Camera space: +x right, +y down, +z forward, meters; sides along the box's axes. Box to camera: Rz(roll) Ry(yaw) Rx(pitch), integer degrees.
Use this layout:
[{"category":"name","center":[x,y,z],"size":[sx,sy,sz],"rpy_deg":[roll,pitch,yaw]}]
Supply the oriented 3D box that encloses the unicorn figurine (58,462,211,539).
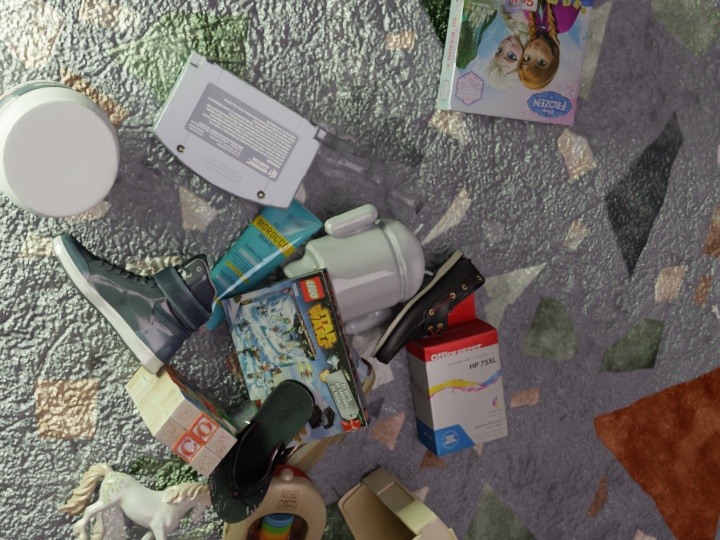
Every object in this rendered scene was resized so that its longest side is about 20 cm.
[{"category":"unicorn figurine","center":[-0.275,0.313,1.516],"size":[0.199,0.074,0.139],"rpy_deg":[32,79,-19]}]

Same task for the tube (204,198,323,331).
[{"category":"tube","center":[-0.142,-0.012,1.512],"size":[0.077,0.050,0.200],"rpy_deg":[42,83,1]}]

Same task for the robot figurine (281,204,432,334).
[{"category":"robot figurine","center":[0.000,0.000,1.534],"size":[0.198,0.113,0.172],"rpy_deg":[-17,119,-17]}]

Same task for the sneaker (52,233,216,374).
[{"category":"sneaker","center":[-0.265,0.003,1.435],"size":[0.146,0.077,0.203],"rpy_deg":[-41,100,-1]}]

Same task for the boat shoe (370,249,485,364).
[{"category":"boat shoe","center":[0.091,0.057,1.575],"size":[0.063,0.074,0.201],"rpy_deg":[43,64,5]}]

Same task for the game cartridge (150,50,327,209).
[{"category":"game cartridge","center":[-0.155,-0.166,1.472],"size":[0.199,0.042,0.134],"rpy_deg":[30,93,-19]}]

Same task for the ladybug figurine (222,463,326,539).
[{"category":"ladybug figurine","center":[-0.115,0.324,1.555],"size":[0.134,0.072,0.202],"rpy_deg":[7,130,-17]}]

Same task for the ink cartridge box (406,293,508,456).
[{"category":"ink cartridge box","center":[0.133,0.143,1.643],"size":[0.115,0.067,0.203],"rpy_deg":[-14,106,-18]}]

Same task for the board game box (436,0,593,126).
[{"category":"board game box","center":[0.211,-0.306,1.587],"size":[0.197,0.041,0.203],"rpy_deg":[3,101,-22]}]

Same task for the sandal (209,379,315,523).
[{"category":"sandal","center":[-0.128,0.223,1.438],"size":[0.075,0.048,0.202],"rpy_deg":[31,101,3]}]

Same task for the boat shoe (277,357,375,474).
[{"category":"boat shoe","center":[-0.046,0.207,1.596],"size":[0.200,0.072,0.076],"rpy_deg":[-45,127,2]}]

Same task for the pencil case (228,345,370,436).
[{"category":"pencil case","center":[-0.082,0.167,1.534],"size":[0.200,0.091,0.083],"rpy_deg":[-41,118,4]}]

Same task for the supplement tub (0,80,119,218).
[{"category":"supplement tub","center":[-0.347,-0.137,1.321],"size":[0.138,0.200,0.143],"rpy_deg":[-5,104,-20]}]

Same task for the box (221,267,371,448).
[{"category":"box","center":[-0.079,0.112,1.462],"size":[0.135,0.040,0.203],"rpy_deg":[-15,94,10]}]

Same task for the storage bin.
[{"category":"storage bin","center":[0.074,0.396,1.604],"size":[0.093,0.200,0.200],"rpy_deg":[-31,111,-13]}]

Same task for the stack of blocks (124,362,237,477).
[{"category":"stack of blocks","center":[-0.213,0.181,1.444],"size":[0.115,0.200,0.059],"rpy_deg":[41,85,-23]}]
